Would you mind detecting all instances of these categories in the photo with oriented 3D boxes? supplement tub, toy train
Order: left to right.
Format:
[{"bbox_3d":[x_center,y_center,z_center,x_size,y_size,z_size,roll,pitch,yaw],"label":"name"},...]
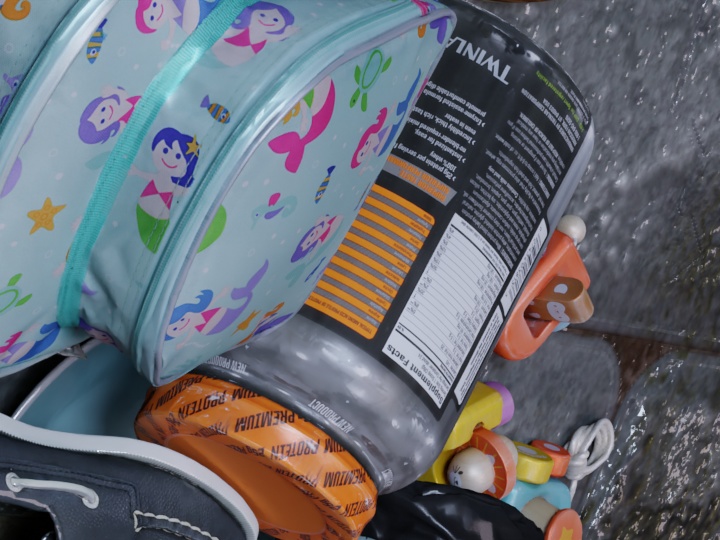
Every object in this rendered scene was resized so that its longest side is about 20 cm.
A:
[{"bbox_3d":[0.000,0.000,0.874,0.200,0.122,0.123,-61,145,-22],"label":"supplement tub"},{"bbox_3d":[0.091,0.075,1.110,0.150,0.056,0.200,-46,139,-21],"label":"toy train"}]

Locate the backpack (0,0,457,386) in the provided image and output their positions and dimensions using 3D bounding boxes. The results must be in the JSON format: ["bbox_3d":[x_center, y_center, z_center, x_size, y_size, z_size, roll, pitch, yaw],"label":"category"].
[{"bbox_3d":[-0.077,-0.054,0.718,0.200,0.150,0.178,-15,139,-58],"label":"backpack"}]

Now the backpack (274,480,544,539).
[{"bbox_3d":[0.019,0.195,0.983,0.167,0.126,0.201,36,64,-70],"label":"backpack"}]

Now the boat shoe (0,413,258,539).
[{"bbox_3d":[-0.123,0.090,0.805,0.200,0.060,0.076,21,134,-28],"label":"boat shoe"}]

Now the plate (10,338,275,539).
[{"bbox_3d":[-0.099,0.102,0.926,0.200,0.026,0.201,-27,130,-39],"label":"plate"}]

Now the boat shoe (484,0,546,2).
[{"bbox_3d":[0.057,-0.147,0.921,0.200,0.074,0.076,9,105,-52],"label":"boat shoe"}]
